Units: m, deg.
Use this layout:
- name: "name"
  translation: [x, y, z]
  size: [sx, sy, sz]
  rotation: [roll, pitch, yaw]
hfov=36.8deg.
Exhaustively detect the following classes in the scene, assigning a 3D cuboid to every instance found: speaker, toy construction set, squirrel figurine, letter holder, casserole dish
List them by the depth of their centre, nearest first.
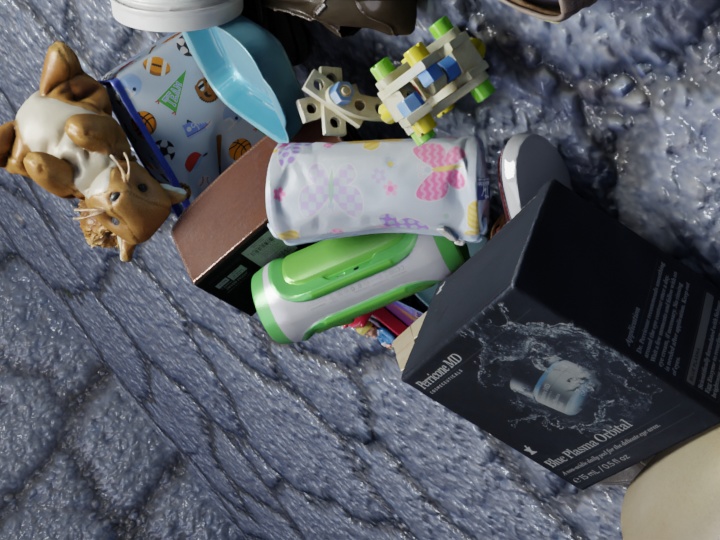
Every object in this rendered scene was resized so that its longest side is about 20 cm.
- name: "toy construction set"
  translation: [0.036, -0.149, 0.912]
  size: [0.199, 0.131, 0.093]
  rotation: [4, 129, 58]
- name: "speaker"
  translation: [0.000, 0.000, 1.020]
  size: [0.089, 0.198, 0.089]
  rotation: [59, -164, -29]
- name: "casserole dish"
  translation: [-0.110, -0.195, 1.028]
  size: [0.200, 0.039, 0.122]
  rotation: [38, 157, 48]
- name: "letter holder"
  translation: [-0.090, -0.081, 1.085]
  size: [0.100, 0.199, 0.143]
  rotation: [34, -159, -54]
- name: "squirrel figurine"
  translation: [-0.261, -0.097, 1.110]
  size: [0.186, 0.142, 0.200]
  rotation: [38, 173, 14]

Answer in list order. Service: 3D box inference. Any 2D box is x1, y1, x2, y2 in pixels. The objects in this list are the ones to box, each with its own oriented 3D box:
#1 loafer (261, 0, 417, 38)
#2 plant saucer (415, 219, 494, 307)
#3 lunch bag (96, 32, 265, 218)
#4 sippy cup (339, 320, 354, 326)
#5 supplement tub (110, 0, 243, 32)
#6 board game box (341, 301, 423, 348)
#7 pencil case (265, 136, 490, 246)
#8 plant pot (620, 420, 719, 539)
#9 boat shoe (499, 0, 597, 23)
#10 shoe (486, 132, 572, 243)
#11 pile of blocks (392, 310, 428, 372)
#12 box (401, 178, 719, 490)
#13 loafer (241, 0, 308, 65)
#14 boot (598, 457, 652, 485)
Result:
- name: "loafer"
  translation: [-0.026, -0.239, 0.961]
  size: [0.199, 0.073, 0.072]
  rotation: [23, 143, 46]
- name: "plant saucer"
  translation: [0.091, -0.024, 1.110]
  size: [0.199, 0.036, 0.201]
  rotation: [38, 152, 24]
- name: "lunch bag"
  translation: [-0.166, -0.162, 1.184]
  size: [0.201, 0.169, 0.124]
  rotation: [59, 165, -20]
- name: "sippy cup"
  translation: [-0.040, -0.035, 1.191]
  size: [0.177, 0.139, 0.131]
  rotation: [34, 151, 29]
- name: "supplement tub"
  translation: [-0.168, -0.326, 0.945]
  size: [0.144, 0.144, 0.202]
  rotation: [29, 132, 38]
- name: "board game box"
  translation: [0.024, 0.073, 1.285]
  size: [0.199, 0.039, 0.158]
  rotation: [26, 161, 24]
- name: "pencil case"
  translation: [0.017, -0.069, 0.941]
  size: [0.198, 0.083, 0.092]
  rotation: [0, 103, 12]
- name: "plant pot"
  translation: [0.325, 0.162, 0.837]
  size: [0.187, 0.187, 0.201]
  rotation: [39, 139, 23]
- name: "boat shoe"
  translation: [0.091, -0.235, 0.785]
  size: [0.199, 0.059, 0.072]
  rotation: [34, 152, 32]
- name: "shoe"
  translation: [0.143, -0.036, 0.960]
  size: [0.090, 0.072, 0.201]
  rotation: [13, 141, 45]
- name: "pile of blocks"
  translation: [0.094, 0.071, 1.045]
  size: [0.082, 0.062, 0.200]
  rotation: [50, -163, 7]
- name: "box"
  translation: [0.171, 0.062, 0.892]
  size: [0.199, 0.118, 0.197]
  rotation: [32, 145, -7]
- name: "loafer"
  translation: [-0.114, -0.281, 1.063]
  size: [0.072, 0.063, 0.201]
  rotation: [19, 141, 51]
- name: "boot"
  translation: [0.203, 0.150, 1.123]
  size: [0.199, 0.069, 0.175]
  rotation: [-1, 124, 57]
